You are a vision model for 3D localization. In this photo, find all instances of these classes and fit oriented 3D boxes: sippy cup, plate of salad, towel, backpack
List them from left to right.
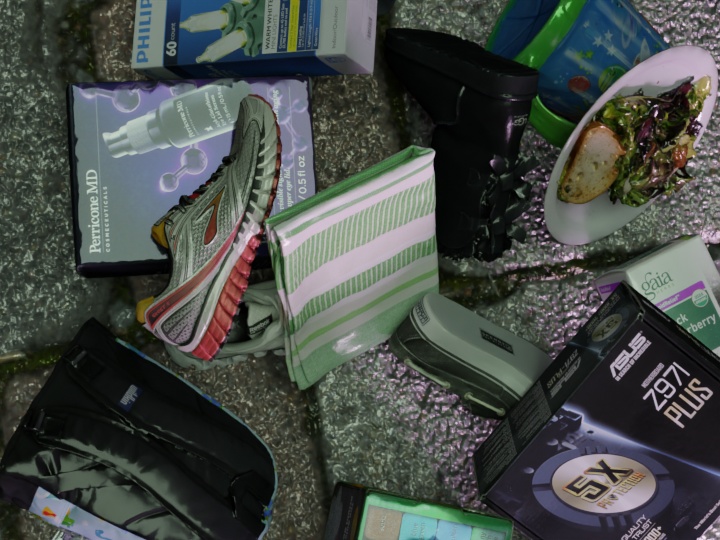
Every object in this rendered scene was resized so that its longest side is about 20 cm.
[{"bbox_3d":[-0.161,0.160,1.011,0.198,0.154,0.164,19,52,3],"label":"backpack"},{"bbox_3d":[0.000,0.000,1.018,0.151,0.201,0.023,-29,53,-18],"label":"towel"},{"bbox_3d":[0.195,-0.190,1.122,0.130,0.140,0.179,33,90,-16],"label":"sippy cup"},{"bbox_3d":[0.237,-0.097,1.090,0.199,0.201,0.048,-37,56,-12],"label":"plate of salad"}]

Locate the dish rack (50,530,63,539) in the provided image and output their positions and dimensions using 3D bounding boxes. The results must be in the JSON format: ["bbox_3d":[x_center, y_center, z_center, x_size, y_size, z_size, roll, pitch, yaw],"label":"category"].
[{"bbox_3d":[-0.189,0.305,1.039,0.199,0.044,0.173,35,80,-4],"label":"dish rack"}]

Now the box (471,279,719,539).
[{"bbox_3d":[0.215,0.141,1.038,0.163,0.086,0.201,37,103,-10],"label":"box"}]

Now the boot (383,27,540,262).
[{"bbox_3d":[0.075,-0.109,1.097,0.073,0.198,0.164,-7,116,-33],"label":"boot"}]

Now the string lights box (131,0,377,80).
[{"bbox_3d":[-0.086,-0.212,1.053,0.198,0.059,0.104,0,83,25],"label":"string lights box"}]

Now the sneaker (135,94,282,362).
[{"bbox_3d":[-0.111,-0.039,0.966,0.081,0.078,0.202,19,83,-7],"label":"sneaker"}]

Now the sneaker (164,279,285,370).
[{"bbox_3d":[-0.064,0.037,1.071,0.198,0.081,0.076,-16,85,-13],"label":"sneaker"}]

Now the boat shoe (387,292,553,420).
[{"bbox_3d":[0.114,0.091,1.108,0.199,0.071,0.064,33,118,-18],"label":"boat shoe"}]

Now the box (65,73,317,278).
[{"bbox_3d":[-0.137,-0.074,1.056,0.197,0.104,0.150,-4,86,-11],"label":"box"}]

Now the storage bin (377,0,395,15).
[{"bbox_3d":[-0.045,-0.329,1.090,0.198,0.146,0.136,15,72,-8],"label":"storage bin"}]

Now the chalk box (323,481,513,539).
[{"bbox_3d":[0.041,0.240,1.006,0.122,0.200,0.126,14,82,-8],"label":"chalk box"}]

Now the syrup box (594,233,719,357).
[{"bbox_3d":[0.291,0.077,1.130,0.078,0.081,0.202,-25,90,-11],"label":"syrup box"}]
